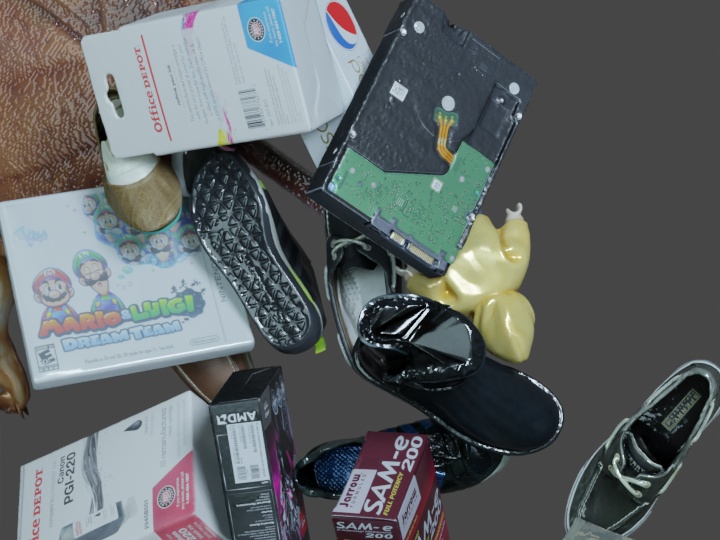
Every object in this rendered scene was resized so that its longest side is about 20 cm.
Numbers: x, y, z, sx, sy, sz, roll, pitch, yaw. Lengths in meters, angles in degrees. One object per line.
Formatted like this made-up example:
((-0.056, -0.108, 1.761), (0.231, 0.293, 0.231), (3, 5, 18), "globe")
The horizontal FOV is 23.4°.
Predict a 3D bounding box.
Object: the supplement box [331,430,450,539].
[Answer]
((0.034, 0.247, 1.476), (0.061, 0.109, 0.200), (1, 126, 20), "supplement box")

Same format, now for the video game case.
((-0.212, 0.005, 1.564), (0.199, 0.024, 0.182), (-10, 66, -15), "video game case")

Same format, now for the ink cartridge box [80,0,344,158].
((-0.126, -0.166, 1.468), (0.200, 0.068, 0.115), (-6, 107, 28), "ink cartridge box")

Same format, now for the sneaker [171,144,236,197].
((-0.098, -0.149, 1.570), (0.099, 0.071, 0.200), (23, 90, 21), "sneaker")

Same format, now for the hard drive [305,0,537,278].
((0.053, -0.112, 1.462), (0.140, 0.038, 0.200), (32, 69, -21), "hard drive")

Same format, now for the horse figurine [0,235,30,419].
((-0.380, 0.038, 1.691), (0.132, 0.050, 0.201), (6, 88, 7), "horse figurine")

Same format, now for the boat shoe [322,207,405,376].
((0.000, 0.000, 1.552), (0.074, 0.060, 0.201), (-7, 89, 20), "boat shoe")

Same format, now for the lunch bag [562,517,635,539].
((0.222, 0.335, 1.451), (0.164, 0.118, 0.200), (18, 111, 17), "lunch bag")

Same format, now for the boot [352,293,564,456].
((0.085, 0.089, 1.434), (0.200, 0.168, 0.077), (25, 79, 1), "boot")

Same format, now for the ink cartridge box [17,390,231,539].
((-0.213, 0.218, 1.590), (0.200, 0.085, 0.146), (-26, 44, 20), "ink cartridge box")

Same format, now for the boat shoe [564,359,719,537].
((0.235, 0.158, 1.472), (0.071, 0.064, 0.200), (37, 104, 15), "boat shoe")

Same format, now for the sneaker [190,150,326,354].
((-0.089, -0.012, 1.570), (0.072, 0.083, 0.200), (-24, 89, 17), "sneaker")

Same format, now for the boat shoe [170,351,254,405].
((-0.173, 0.050, 1.609), (0.076, 0.072, 0.200), (-41, 79, 16), "boat shoe")

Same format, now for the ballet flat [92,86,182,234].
((-0.208, -0.108, 1.562), (0.068, 0.200, 0.072), (-22, 126, 0), "ballet flat")

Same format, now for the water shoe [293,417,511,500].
((0.039, 0.172, 1.534), (0.200, 0.079, 0.072), (-16, 87, 19), "water shoe")

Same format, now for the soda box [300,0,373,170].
((-0.029, -0.171, 1.496), (0.068, 0.064, 0.200), (-21, 99, 32), "soda box")

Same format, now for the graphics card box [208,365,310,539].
((-0.085, 0.195, 1.536), (0.051, 0.125, 0.201), (-9, 99, 8), "graphics card box")

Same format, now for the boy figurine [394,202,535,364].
((0.097, -0.011, 1.516), (0.124, 0.064, 0.200), (-33, 83, -5), "boy figurine")
